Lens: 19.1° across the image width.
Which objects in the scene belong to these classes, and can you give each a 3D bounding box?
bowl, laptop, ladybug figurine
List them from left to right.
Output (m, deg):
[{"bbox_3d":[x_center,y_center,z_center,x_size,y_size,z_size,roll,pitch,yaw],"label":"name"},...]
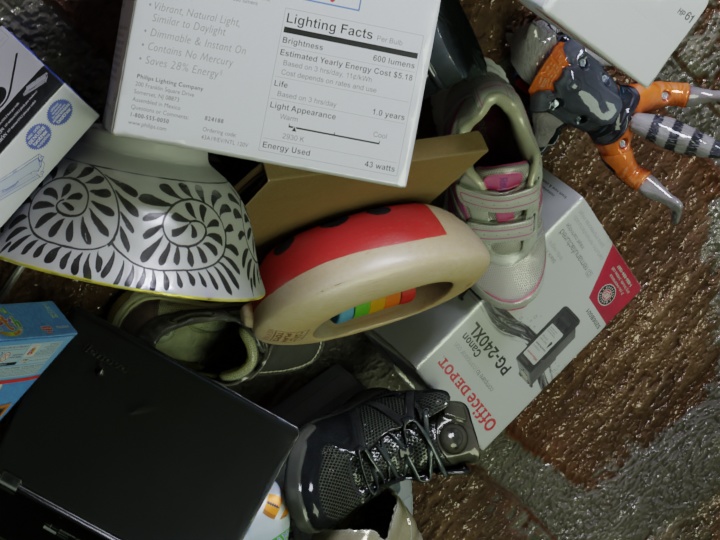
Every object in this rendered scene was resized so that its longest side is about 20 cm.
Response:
[{"bbox_3d":[-0.173,0.156,1.562,0.116,0.186,0.200,-63,-176,-33],"label":"laptop"},{"bbox_3d":[-0.153,-0.046,1.448,0.200,0.200,0.095,6,98,-41],"label":"bowl"},{"bbox_3d":[0.000,0.000,1.611,0.199,0.072,0.136,-15,165,-22],"label":"ladybug figurine"}]

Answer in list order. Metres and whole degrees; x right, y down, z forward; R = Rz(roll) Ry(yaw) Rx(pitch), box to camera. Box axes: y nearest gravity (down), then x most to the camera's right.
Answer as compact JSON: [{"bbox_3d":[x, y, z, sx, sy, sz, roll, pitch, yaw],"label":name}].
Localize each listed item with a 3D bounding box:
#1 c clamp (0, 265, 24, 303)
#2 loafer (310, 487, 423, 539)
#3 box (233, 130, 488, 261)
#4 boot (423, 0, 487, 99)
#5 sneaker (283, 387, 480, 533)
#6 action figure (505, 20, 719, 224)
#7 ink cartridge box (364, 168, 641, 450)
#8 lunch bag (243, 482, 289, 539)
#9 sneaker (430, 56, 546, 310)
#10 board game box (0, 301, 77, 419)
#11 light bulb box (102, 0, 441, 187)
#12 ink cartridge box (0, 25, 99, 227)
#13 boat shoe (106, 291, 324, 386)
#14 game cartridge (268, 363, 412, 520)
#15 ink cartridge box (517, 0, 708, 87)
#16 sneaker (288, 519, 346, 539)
[{"bbox_3d":[-0.235,0.093,1.578,0.171,0.027,0.200,-48,138,0],"label":"c clamp"},{"bbox_3d":[-0.017,0.233,1.645,0.200,0.075,0.069,-47,127,-54],"label":"loafer"},{"bbox_3d":[-0.024,-0.050,1.590,0.199,0.021,0.163,-9,161,-35],"label":"box"},{"bbox_3d":[0.000,-0.140,1.568,0.167,0.200,0.077,-23,98,14],"label":"boot"},{"bbox_3d":[0.019,0.140,1.654,0.199,0.113,0.077,-31,109,-59],"label":"sneaker"},{"bbox_3d":[0.207,-0.155,1.696,0.192,0.105,0.201,24,96,-15],"label":"action figure"},{"bbox_3d":[0.119,0.030,1.782,0.200,0.083,0.145,-46,137,-5],"label":"ink cartridge box"},{"bbox_3d":[-0.122,0.222,1.662,0.075,0.160,0.201,-14,127,-33],"label":"lunch bag"},{"bbox_3d":[0.101,-0.061,1.654,0.081,0.088,0.202,-15,105,-5],"label":"sneaker"},{"bbox_3d":[-0.301,0.103,1.451,0.200,0.037,0.151,-48,162,19],"label":"board game box"},{"bbox_3d":[-0.054,-0.172,1.385,0.197,0.125,0.202,10,95,-12],"label":"light bulb box"},{"bbox_3d":[-0.269,-0.057,1.399,0.200,0.094,0.044,-49,137,-1],"label":"ink cartridge box"},{"bbox_3d":[-0.102,0.058,1.635,0.200,0.066,0.072,10,112,-42],"label":"boat shoe"},{"bbox_3d":[-0.024,0.176,1.804,0.133,0.041,0.201,-38,136,-18],"label":"game cartridge"},{"bbox_3d":[0.133,-0.230,1.529,0.144,0.200,0.085,27,100,-46],"label":"ink cartridge box"},{"bbox_3d":[-0.083,0.253,1.753,0.085,0.077,0.200,27,120,-22],"label":"sneaker"}]
